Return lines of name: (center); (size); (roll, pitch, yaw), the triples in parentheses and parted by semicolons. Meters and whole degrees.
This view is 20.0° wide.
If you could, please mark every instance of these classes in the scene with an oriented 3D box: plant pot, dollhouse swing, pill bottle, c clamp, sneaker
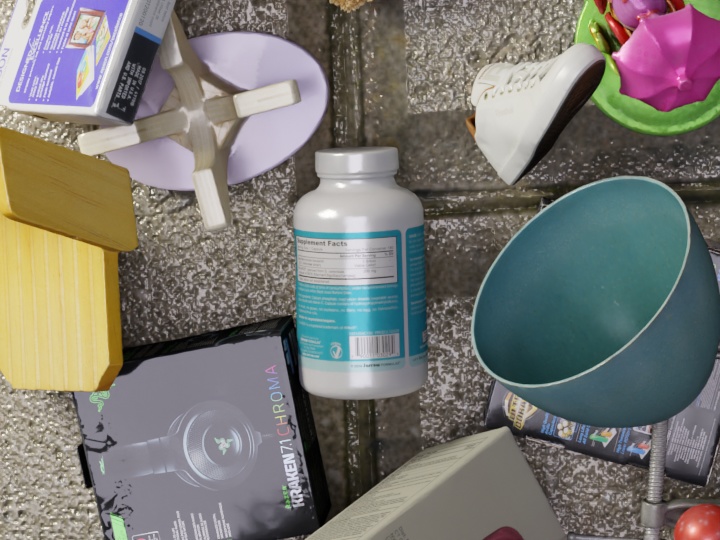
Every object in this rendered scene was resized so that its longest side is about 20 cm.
plant pot: (0.206, 0.046, 1.606); (0.200, 0.201, 0.135); (-39, 123, 9)
dollhouse swing: (-0.296, -0.004, 1.646); (0.199, 0.181, 0.177); (-1, 76, 48)
pill bottle: (0.000, 0.000, 1.692); (0.110, 0.111, 0.202); (-1, 97, 5)
c clamp: (0.270, 0.144, 1.684); (0.169, 0.027, 0.202); (9, 100, 3)
sneaker: (0.129, -0.139, 1.627); (0.073, 0.200, 0.085); (-40, 84, -26)

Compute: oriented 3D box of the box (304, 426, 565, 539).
box: (0.047, 0.230, 1.660); (0.199, 0.128, 0.110); (-33, 96, -36)

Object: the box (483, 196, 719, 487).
box: (0.221, 0.060, 1.711); (0.197, 0.050, 0.202); (14, 99, 3)

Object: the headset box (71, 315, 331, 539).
headset box: (-0.141, 0.146, 1.732); (0.198, 0.093, 0.176); (-10, 96, 7)

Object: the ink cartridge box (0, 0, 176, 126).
ink cartridge box: (-0.217, -0.216, 1.648); (0.043, 0.199, 0.200); (23, 82, -38)

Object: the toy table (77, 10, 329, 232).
toy table: (-0.130, -0.130, 1.683); (0.199, 0.117, 0.185); (-26, 95, 9)

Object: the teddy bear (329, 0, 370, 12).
teddy bear: (-0.020, -0.314, 1.682); (0.200, 0.067, 0.145); (42, 90, 5)

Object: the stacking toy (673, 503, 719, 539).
stacking toy: (0.320, 0.273, 1.688); (0.085, 0.085, 0.201); (-29, 111, 8)

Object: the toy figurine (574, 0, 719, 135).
toy figurine: (0.232, -0.199, 1.608); (0.149, 0.184, 0.201); (-30, 94, 8)
